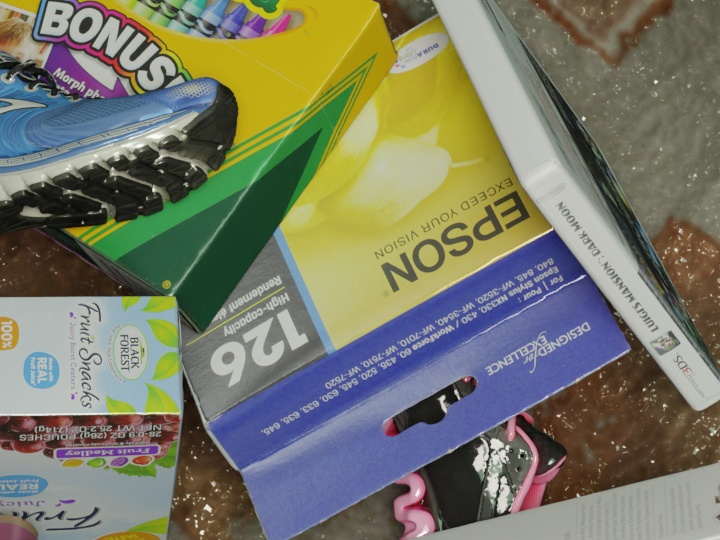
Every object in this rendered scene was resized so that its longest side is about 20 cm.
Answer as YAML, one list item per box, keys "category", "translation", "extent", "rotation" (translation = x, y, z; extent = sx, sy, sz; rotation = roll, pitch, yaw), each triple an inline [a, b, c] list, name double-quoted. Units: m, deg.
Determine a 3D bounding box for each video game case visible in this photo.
- category: "video game case"
  translation: [0.096, -0.051, 1.116]
  extent: [0.023, 0.201, 0.182]
  rotation: [-33, 131, 10]

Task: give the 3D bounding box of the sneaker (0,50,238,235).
- category: "sneaker"
  translation: [-0.153, -0.067, 1.076]
  extent: [0.199, 0.079, 0.090]
  rotation: [-10, 74, 15]

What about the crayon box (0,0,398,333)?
- category: "crayon box"
  translation: [-0.111, -0.094, 1.152]
  extent: [0.199, 0.058, 0.173]
  rotation: [31, 80, 22]

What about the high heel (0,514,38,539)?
- category: "high heel"
  translation: [-0.238, 0.175, 1.085]
  extent: [0.199, 0.067, 0.097]
  rotation: [-18, 49, 27]

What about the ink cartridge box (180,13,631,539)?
- category: "ink cartridge box"
  translation: [0.000, 0.000, 1.132]
  extent: [0.197, 0.047, 0.201]
  rotation: [-29, 54, 4]

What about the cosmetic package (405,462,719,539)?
- category: "cosmetic package"
  translation: [0.101, 0.168, 1.104]
  extent: [0.199, 0.071, 0.102]
  rotation: [-15, 111, 11]

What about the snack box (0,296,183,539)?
- category: "snack box"
  translation: [-0.186, 0.078, 1.097]
  extent: [0.198, 0.169, 0.068]
  rotation: [1, 60, -8]

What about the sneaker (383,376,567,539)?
- category: "sneaker"
  translation: [0.057, 0.081, 1.167]
  extent: [0.095, 0.079, 0.201]
  rotation: [-13, 91, 27]
